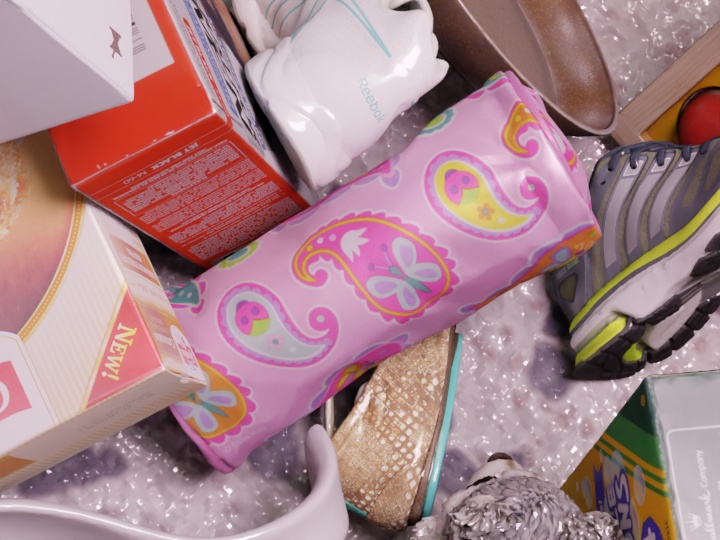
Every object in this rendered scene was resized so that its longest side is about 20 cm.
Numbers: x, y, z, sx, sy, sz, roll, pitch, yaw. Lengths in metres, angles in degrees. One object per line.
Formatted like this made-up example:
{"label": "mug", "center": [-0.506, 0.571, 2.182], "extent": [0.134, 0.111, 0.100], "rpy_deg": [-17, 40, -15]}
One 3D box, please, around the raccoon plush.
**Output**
{"label": "raccoon plush", "center": [0.061, 0.175, 0.730], "extent": [0.096, 0.134, 0.201], "rpy_deg": [-8, 72, -26]}

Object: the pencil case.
{"label": "pencil case", "center": [0.000, 0.000, 0.760], "extent": [0.199, 0.087, 0.088], "rpy_deg": [-31, 81, 8]}

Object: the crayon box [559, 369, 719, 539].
{"label": "crayon box", "center": [0.124, 0.131, 0.751], "extent": [0.051, 0.200, 0.126], "rpy_deg": [-4, 69, -7]}

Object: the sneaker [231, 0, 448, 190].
{"label": "sneaker", "center": [-0.007, -0.097, 0.801], "extent": [0.080, 0.200, 0.071], "rpy_deg": [-29, 115, 4]}

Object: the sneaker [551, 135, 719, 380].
{"label": "sneaker", "center": [0.145, -0.034, 0.828], "extent": [0.074, 0.200, 0.081], "rpy_deg": [-4, 57, -43]}

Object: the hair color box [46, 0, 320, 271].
{"label": "hair color box", "center": [-0.078, -0.073, 0.742], "extent": [0.064, 0.200, 0.111], "rpy_deg": [-26, 78, 4]}

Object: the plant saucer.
{"label": "plant saucer", "center": [0.052, -0.141, 0.872], "extent": [0.200, 0.032, 0.201], "rpy_deg": [45, 24, -26]}

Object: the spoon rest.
{"label": "spoon rest", "center": [-0.093, 0.116, 0.711], "extent": [0.199, 0.061, 0.100], "rpy_deg": [-19, 114, -17]}

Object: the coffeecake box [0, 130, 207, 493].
{"label": "coffeecake box", "center": [-0.173, -0.013, 0.709], "extent": [0.153, 0.073, 0.201], "rpy_deg": [-28, 79, 4]}

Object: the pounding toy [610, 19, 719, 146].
{"label": "pounding toy", "center": [0.224, -0.082, 0.862], "extent": [0.184, 0.200, 0.142], "rpy_deg": [49, 50, 3]}

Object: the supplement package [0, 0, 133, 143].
{"label": "supplement package", "center": [-0.197, -0.122, 0.595], "extent": [0.199, 0.152, 0.152], "rpy_deg": [-15, 65, 19]}

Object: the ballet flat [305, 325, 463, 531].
{"label": "ballet flat", "center": [0.020, 0.017, 0.825], "extent": [0.065, 0.071, 0.201], "rpy_deg": [14, 58, 2]}
